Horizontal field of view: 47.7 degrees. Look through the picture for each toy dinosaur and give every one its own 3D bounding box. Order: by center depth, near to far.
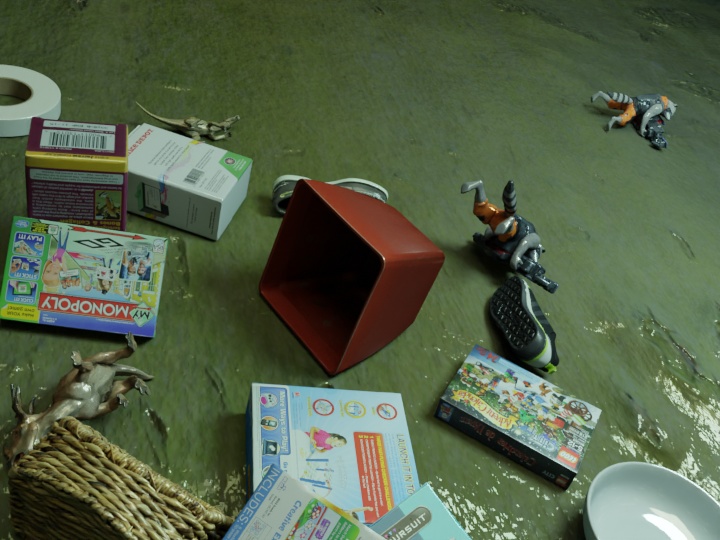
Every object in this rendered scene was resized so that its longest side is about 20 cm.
[{"bbox_3d":[-0.333,0.142,0.959,0.086,0.135,0.200,63,20,-3],"label":"toy dinosaur"},{"bbox_3d":[-0.313,-0.266,1.512,0.199,0.059,0.101,1,24,-32],"label":"toy dinosaur"}]

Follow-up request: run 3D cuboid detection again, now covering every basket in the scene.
[{"bbox_3d":[-0.233,0.225,0.829,0.199,0.143,0.149,28,39,15],"label":"basket"}]

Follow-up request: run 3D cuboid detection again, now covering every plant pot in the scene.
[{"bbox_3d":[0.000,0.000,1.176,0.176,0.201,0.200,-8,42,-44],"label":"plant pot"}]

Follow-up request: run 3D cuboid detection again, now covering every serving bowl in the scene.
[{"bbox_3d":[0.355,0.330,0.977,0.199,0.066,0.201,11,37,-8],"label":"serving bowl"}]

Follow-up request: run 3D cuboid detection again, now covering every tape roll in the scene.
[{"bbox_3d":[-0.635,-0.302,1.438,0.202,0.037,0.203,10,38,-8],"label":"tape roll"}]

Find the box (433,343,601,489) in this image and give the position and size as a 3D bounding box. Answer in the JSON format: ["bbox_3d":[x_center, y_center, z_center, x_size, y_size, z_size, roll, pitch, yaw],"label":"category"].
[{"bbox_3d":[0.218,0.196,1.120,0.199,0.038,0.137,27,38,14],"label":"box"}]

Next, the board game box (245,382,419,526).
[{"bbox_3d":[-0.036,0.231,0.967,0.195,0.056,0.201,7,38,-13],"label":"board game box"}]

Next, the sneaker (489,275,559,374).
[{"bbox_3d":[0.258,0.090,1.267,0.083,0.072,0.200,40,24,-25],"label":"sneaker"}]

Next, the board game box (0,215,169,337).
[{"bbox_3d":[-0.364,0.010,1.077,0.199,0.135,0.029,8,-6,-11],"label":"board game box"}]

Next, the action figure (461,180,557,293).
[{"bbox_3d":[0.265,-0.057,1.351,0.200,0.105,0.193,40,2,38],"label":"action figure"}]

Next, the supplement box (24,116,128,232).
[{"bbox_3d":[-0.391,-0.098,1.133,0.130,0.201,0.103,2,38,-18],"label":"supplement box"}]

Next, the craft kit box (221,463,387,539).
[{"bbox_3d":[-0.058,0.322,0.775,0.197,0.049,0.200,28,69,21],"label":"craft kit box"}]

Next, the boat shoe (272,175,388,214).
[{"bbox_3d":[-0.051,-0.117,1.395,0.200,0.072,0.061,3,42,-5],"label":"boat shoe"}]

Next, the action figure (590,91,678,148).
[{"bbox_3d":[0.684,-0.383,1.979,0.192,0.105,0.200,-5,39,-11],"label":"action figure"}]

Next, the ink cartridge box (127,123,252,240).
[{"bbox_3d":[-0.296,-0.147,1.327,0.199,0.084,0.145,18,37,2],"label":"ink cartridge box"}]

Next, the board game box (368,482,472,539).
[{"bbox_3d":[0.070,0.342,0.819,0.151,0.047,0.200,-30,63,-24],"label":"board game box"}]
